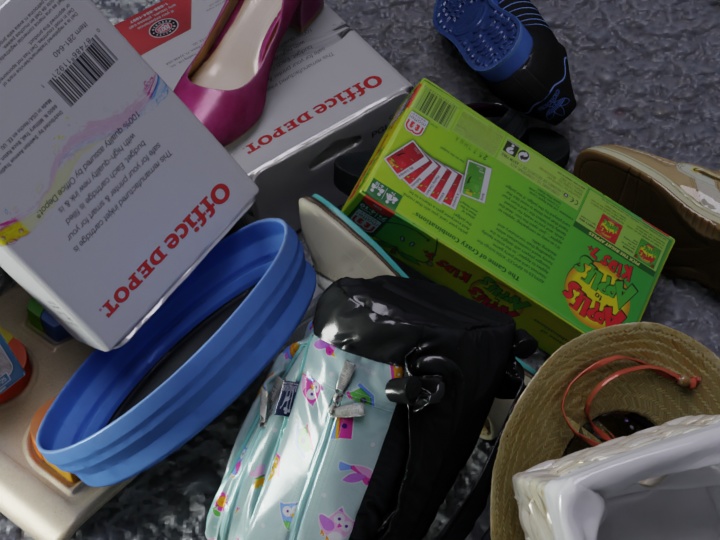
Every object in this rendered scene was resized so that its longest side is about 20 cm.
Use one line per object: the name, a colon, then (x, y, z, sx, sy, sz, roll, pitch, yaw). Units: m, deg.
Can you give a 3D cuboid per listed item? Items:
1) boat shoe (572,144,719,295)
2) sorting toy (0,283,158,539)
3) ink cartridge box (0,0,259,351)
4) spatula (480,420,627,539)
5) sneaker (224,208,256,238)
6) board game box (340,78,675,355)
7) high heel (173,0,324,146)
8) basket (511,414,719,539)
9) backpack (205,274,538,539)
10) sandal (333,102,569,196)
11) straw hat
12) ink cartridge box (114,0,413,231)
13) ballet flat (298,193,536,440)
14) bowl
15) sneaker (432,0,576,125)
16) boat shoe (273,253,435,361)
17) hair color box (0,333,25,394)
boat shoe: (0.236, -0.033, 1.129, 0.200, 0.074, 0.066, 34, 49, 28)
sorting toy: (-0.194, 0.067, 1.109, 0.185, 0.036, 0.200, 31, 60, 28)
ink cartridge box: (-0.185, -0.070, 1.033, 0.145, 0.200, 0.084, -48, 23, -16)
spatula: (0.104, 0.139, 1.022, 0.057, 0.021, 0.200, 36, 63, 3)
sneaker: (-0.131, -0.030, 1.160, 0.079, 0.075, 0.200, -24, 41, -24)
board game box: (0.096, -0.026, 1.082, 0.200, 0.048, 0.102, 32, 61, -6)
high heel: (-0.083, -0.167, 1.144, 0.067, 0.096, 0.200, 25, 58, 25)
basket: (0.171, 0.178, 0.861, 0.136, 0.123, 0.200, -17, 93, -9)
backpack: (0.000, 0.105, 0.962, 0.127, 0.167, 0.200, 28, 102, 28)
sandal: (0.073, -0.086, 1.155, 0.200, 0.048, 0.075, -13, 29, -37)
straw hat: (0.142, 0.127, 0.977, 0.201, 0.201, 0.085, -31, 13, -19)
ink cartridge box: (-0.071, -0.129, 1.229, 0.147, 0.083, 0.200, -30, 54, -17)
ballet flat: (0.025, 0.035, 1.045, 0.200, 0.069, 0.069, 39, 56, -11)
bowl: (-0.108, 0.050, 0.996, 0.201, 0.039, 0.201, -37, 17, 13)
sneaker: (0.110, -0.172, 1.261, 0.070, 0.078, 0.200, -40, 27, 17)
boat shoe: (0.000, 0.000, 1.131, 0.071, 0.072, 0.200, 28, 47, 35)
hair color box: (-0.318, 0.045, 1.091, 0.100, 0.061, 0.200, -40, 40, -22)
